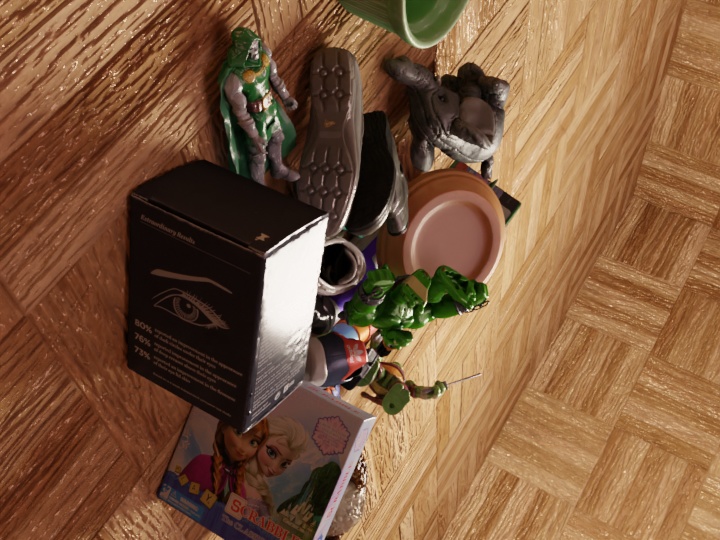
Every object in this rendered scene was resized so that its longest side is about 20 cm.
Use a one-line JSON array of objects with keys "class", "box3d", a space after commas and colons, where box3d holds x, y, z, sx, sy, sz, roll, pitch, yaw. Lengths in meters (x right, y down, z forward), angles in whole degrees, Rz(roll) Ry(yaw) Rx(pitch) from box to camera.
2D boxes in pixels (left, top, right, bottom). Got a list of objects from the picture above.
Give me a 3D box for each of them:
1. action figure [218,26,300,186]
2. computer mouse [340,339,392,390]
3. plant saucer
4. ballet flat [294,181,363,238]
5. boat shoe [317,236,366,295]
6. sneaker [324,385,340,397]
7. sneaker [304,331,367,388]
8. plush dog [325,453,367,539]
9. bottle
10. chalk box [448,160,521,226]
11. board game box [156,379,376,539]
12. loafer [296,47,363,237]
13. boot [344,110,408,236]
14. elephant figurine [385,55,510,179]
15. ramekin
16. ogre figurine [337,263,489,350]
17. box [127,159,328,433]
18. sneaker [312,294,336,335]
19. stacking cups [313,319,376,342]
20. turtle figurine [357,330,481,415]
[{"class": "action figure", "box3d": [-0.097, -0.146, 0.843, 0.118, 0.055, 0.200, -59, 158, -30]}, {"class": "computer mouse", "box3d": [0.008, 0.122, 1.260, 0.059, 0.034, 0.200, -53, -179, -32]}, {"class": "plant saucer", "box3d": [0.116, -0.037, 1.206, 0.200, 0.037, 0.201, -9, 112, -24]}, {"class": "ballet flat", "box3d": [-0.034, -0.066, 1.073, 0.070, 0.067, 0.200, -52, 160, 14]}, {"class": "boat shoe", "box3d": [-0.031, -0.008, 1.014, 0.200, 0.066, 0.072, 23, 80, -64]}, {"class": "sneaker", "box3d": [-0.066, 0.182, 1.259, 0.200, 0.075, 0.079, 79, 27, -82]}, {"class": "sneaker", "box3d": [-0.045, 0.115, 1.104, 0.200, 0.084, 0.075, 162, -82, -72]}, {"class": "plush dog", "box3d": [-0.073, 0.299, 1.223, 0.160, 0.172, 0.200, -12, 123, -65]}, {"class": "bottle", "box3d": [0.000, 0.000, 1.218, 0.200, 0.065, 0.084, -48, 146, -38]}, {"class": "chalk box", "box3d": [0.147, -0.071, 1.343, 0.125, 0.124, 0.200, -50, 171, -33]}, {"class": "board game box", "box3d": [-0.110, 0.211, 1.003, 0.200, 0.200, 0.041, -68, 159, 5]}, {"class": "loafer", "box3d": [-0.027, -0.136, 0.959, 0.070, 0.070, 0.200, -13, 111, -76]}, {"class": "boot", "box3d": [0.030, -0.086, 1.060, 0.200, 0.068, 0.131, -84, 156, -43]}, {"class": "elephant figurine", "box3d": [0.110, -0.198, 1.181, 0.200, 0.155, 0.142, -34, 155, -57]}, {"class": "ramekin", "box3d": [0.052, -0.341, 0.919, 0.200, 0.098, 0.200, -50, 154, -34]}, {"class": "ogre figurine", "box3d": [0.061, 0.040, 1.131, 0.200, 0.098, 0.120, -19, 170, -46]}, {"class": "box", "box3d": [-0.126, 0.022, 0.823, 0.104, 0.148, 0.200, -37, 146, -51]}, {"class": "sneaker", "box3d": [-0.089, 0.041, 1.064, 0.104, 0.060, 0.200, -56, 152, -30]}, {"class": "stacking cups", "box3d": [-0.027, 0.103, 1.274, 0.200, 0.060, 0.061, -30, 140, -57]}, {"class": "turtle figurine", "box3d": [0.071, 0.146, 1.428, 0.194, 0.200, 0.144, -23, 97, -75]}]
